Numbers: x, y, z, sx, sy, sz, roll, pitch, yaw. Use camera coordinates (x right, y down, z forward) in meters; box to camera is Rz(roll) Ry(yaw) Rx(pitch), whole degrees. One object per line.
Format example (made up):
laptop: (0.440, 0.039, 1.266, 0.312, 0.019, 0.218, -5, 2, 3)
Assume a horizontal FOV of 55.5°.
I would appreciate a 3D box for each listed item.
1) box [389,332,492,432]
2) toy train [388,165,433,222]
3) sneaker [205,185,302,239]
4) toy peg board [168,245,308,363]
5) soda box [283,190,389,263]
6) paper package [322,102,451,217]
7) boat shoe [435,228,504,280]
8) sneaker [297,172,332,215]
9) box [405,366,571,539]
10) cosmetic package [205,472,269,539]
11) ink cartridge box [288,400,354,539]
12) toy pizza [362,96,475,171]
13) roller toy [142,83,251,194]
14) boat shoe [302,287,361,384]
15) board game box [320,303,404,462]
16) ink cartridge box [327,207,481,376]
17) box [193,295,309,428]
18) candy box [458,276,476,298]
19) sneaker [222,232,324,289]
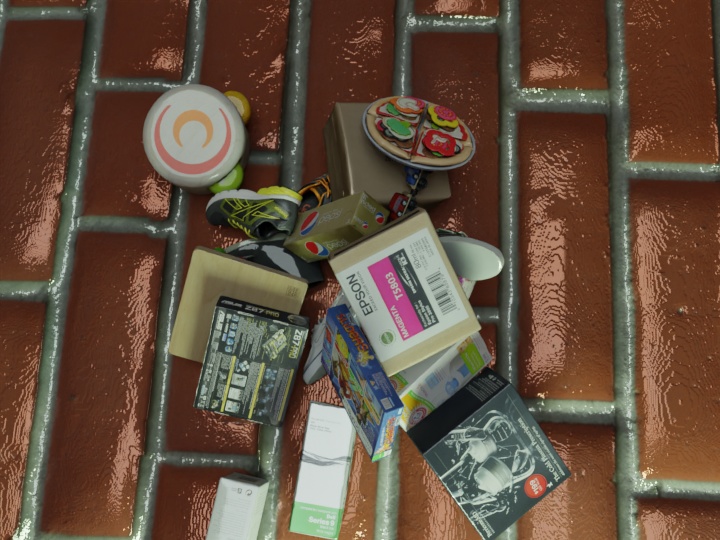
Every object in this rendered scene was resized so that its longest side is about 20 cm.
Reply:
box: (0.110, 0.162, 1.168, 0.200, 0.113, 0.101, -41, 45, -6)
toy train: (0.070, -0.108, 1.156, 0.045, 0.034, 0.202, 20, 102, -18)
sneaker: (-0.197, -0.095, 1.210, 0.197, 0.074, 0.086, -7, 67, 28)
toy peg board: (-0.211, 0.064, 1.206, 0.196, 0.098, 0.202, 17, 110, -8)
soda box: (-0.044, -0.069, 1.152, 0.064, 0.199, 0.068, 35, 62, -28)
paper package: (0.043, -0.197, 1.230, 0.197, 0.103, 0.194, -4, 78, -21)
boat shoe: (0.143, -0.037, 1.091, 0.198, 0.071, 0.064, 10, 41, 37)
sneaker: (-0.059, -0.145, 1.270, 0.199, 0.077, 0.078, -39, 78, -7)
box: (0.209, 0.301, 1.125, 0.181, 0.104, 0.201, -37, 103, -4)
cosmetic package: (-0.215, 0.451, 1.146, 0.070, 0.102, 0.203, 11, 79, 5)
ink cartridge box: (-0.058, 0.325, 1.141, 0.083, 0.146, 0.203, 9, 79, 3)
toy pizza: (0.101, -0.240, 1.147, 0.197, 0.032, 0.202, 9, 45, -9)
roller toy: (-0.298, -0.240, 1.264, 0.179, 0.140, 0.203, 4, 88, -3)
boat shoe: (-0.051, 0.111, 1.201, 0.065, 0.073, 0.201, 42, 109, 21)
board game box: (-0.003, 0.170, 1.048, 0.034, 0.136, 0.201, -14, 51, -22)
ink cartridge box: (0.065, 0.031, 1.032, 0.163, 0.075, 0.202, -28, 99, 1)
box: (-0.186, 0.158, 1.165, 0.159, 0.049, 0.203, 14, 110, -5)
candy box: (0.097, 0.009, 1.179, 0.198, 0.061, 0.138, 10, 61, 37)
sneaker: (-0.167, -0.004, 1.246, 0.197, 0.075, 0.108, -15, 79, -2)
